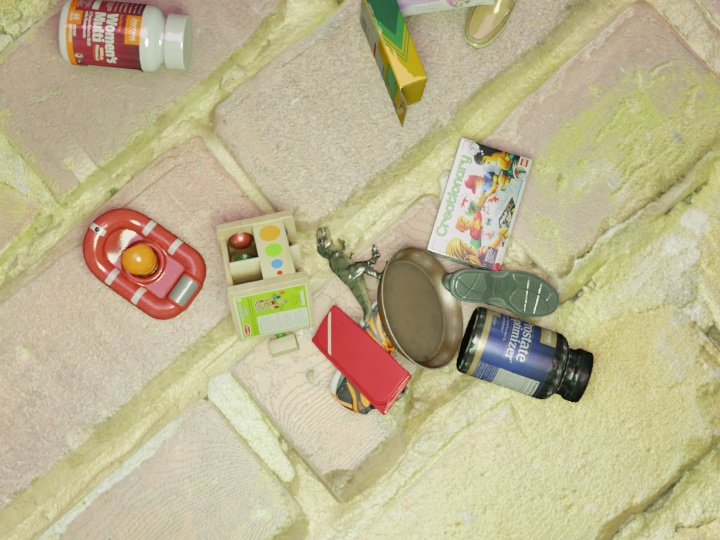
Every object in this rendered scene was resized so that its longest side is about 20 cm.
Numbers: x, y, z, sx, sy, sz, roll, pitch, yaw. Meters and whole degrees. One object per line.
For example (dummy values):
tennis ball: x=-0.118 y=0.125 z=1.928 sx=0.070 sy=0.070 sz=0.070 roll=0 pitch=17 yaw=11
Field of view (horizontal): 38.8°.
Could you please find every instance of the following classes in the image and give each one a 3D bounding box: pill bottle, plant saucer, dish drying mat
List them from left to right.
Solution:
pill bottle: x=-0.383 y=-0.383 z=1.677 sx=0.199 sy=0.110 sz=0.110 roll=5 pitch=82 yaw=-1
dish drying mat: x=-0.003 y=0.136 z=1.591 sx=0.200 sy=0.018 sz=0.077 roll=42 pitch=101 yaw=41
plant saucer: x=0.089 y=0.062 z=1.620 sx=0.034 sy=0.200 sz=0.201 roll=-20 pitch=81 yaw=39
pill bottle: x=0.262 y=0.139 z=1.629 sx=0.199 sy=0.112 sz=0.112 roll=18 pitch=82 yaw=1

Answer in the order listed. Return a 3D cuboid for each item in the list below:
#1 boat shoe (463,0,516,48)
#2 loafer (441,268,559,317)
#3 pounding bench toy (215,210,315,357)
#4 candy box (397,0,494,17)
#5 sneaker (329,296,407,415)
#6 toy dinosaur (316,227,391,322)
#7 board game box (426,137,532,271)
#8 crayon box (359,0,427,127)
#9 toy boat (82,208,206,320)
boat shoe: x=0.237 y=-0.470 z=1.723 sx=0.072 sy=0.076 sz=0.200 roll=28 pitch=84 yaw=0
loafer: x=0.226 y=0.029 z=1.663 sx=0.199 sy=0.063 sz=0.072 roll=12 pitch=93 yaw=-21
pounding bench toy: x=-0.149 y=0.025 z=1.632 sx=0.124 sy=0.200 sz=0.156 roll=-12 pitch=52 yaw=-6
candy box: x=0.129 y=-0.532 z=1.700 sx=0.167 sy=0.072 sz=0.201 roll=-7 pitch=69 yaw=5
sneaker: x=0.041 y=0.139 z=1.618 sx=0.112 sy=0.077 sz=0.200 roll=28 pitch=93 yaw=41
toy dinosaur: x=0.000 y=0.000 z=1.652 sx=0.088 sy=0.048 sz=0.200 roll=-25 pitch=53 yaw=-11
board game box: x=0.196 y=-0.107 z=1.696 sx=0.126 sy=0.035 sz=0.201 roll=17 pitch=83 yaw=1
crayon box: x=0.058 y=-0.349 z=1.678 sx=0.051 sy=0.126 sz=0.201 roll=-20 pitch=84 yaw=-4
toy boat: x=-0.347 y=-0.016 z=1.620 sx=0.200 sy=0.131 sz=0.131 roll=34 pitch=83 yaw=3
